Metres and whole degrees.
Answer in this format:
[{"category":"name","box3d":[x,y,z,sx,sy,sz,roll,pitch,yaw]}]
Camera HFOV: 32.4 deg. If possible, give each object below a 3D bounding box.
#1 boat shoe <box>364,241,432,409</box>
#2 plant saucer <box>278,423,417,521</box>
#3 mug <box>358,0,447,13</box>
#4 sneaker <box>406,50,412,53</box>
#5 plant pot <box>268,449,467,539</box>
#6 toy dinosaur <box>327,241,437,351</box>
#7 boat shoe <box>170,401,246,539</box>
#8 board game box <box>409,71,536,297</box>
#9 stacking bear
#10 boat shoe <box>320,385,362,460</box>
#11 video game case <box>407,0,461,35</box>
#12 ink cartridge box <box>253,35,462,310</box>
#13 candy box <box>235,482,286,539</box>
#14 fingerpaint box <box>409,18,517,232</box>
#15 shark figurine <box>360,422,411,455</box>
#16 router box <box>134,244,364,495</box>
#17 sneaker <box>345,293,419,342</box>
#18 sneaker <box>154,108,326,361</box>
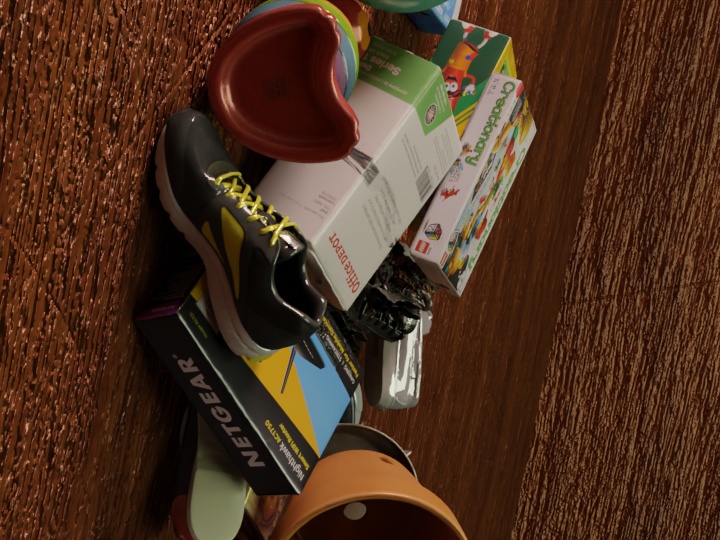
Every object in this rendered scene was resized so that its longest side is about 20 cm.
[{"category":"boat shoe","box3d":[0.052,0.067,1.488,0.072,0.068,0.201,-15,-110,62]},{"category":"plant saucer","box3d":[-0.033,0.253,1.297,0.032,0.199,0.201,23,-76,64]},{"category":"mug","box3d":[0.021,-0.302,1.046,0.115,0.184,0.152,-101,-150,-62]},{"category":"sneaker","box3d":[0.021,-0.153,1.280,0.085,0.073,0.201,88,21,-69]},{"category":"plant pot","box3d":[0.003,0.268,1.203,0.140,0.199,0.201,-105,-160,-68]},{"category":"toy dinosaur","box3d":[0.000,0.000,1.255,0.102,0.199,0.136,-51,-150,46]},{"category":"boat shoe","box3d":[-0.122,0.141,1.071,0.063,0.071,0.201,-26,-129,60]},{"category":"board game box","box3d":[0.116,-0.083,1.244,0.201,0.035,0.126,-65,160,-8]},{"category":"stacking bear","box3d":[-0.045,-0.178,1.013,0.200,0.113,0.122,-68,149,-61]},{"category":"boat shoe","box3d":[-0.049,0.185,1.330,0.068,0.072,0.201,-44,149,-61]},{"category":"video game case","box3d":[0.085,-0.379,1.387,0.200,0.045,0.182,18,83,-73]},{"category":"ink cartridge box","box3d":[-0.002,-0.084,1.118,0.200,0.084,0.146,-53,155,-14]},{"category":"candy box","box3d":[-0.087,0.150,1.196,0.116,0.055,0.201,77,31,-59]},{"category":"fingerpaint box","box3d":[0.102,-0.139,1.314,0.167,0.073,0.200,-63,160,-13]},{"category":"shark figurine","box3d":[0.004,0.231,1.496,0.215,0.089,0.129,61,46,-62]},{"category":"router box","box3d":[-0.084,0.064,1.023,0.200,0.051,0.149,60,39,-28]},{"category":"sneaker","box3d":[0.012,0.036,1.359,0.200,0.098,0.071,25,79,-70]},{"category":"sneaker","box3d":[-0.083,-0.032,0.932,0.074,0.084,0.201,-38,108,-52]}]
